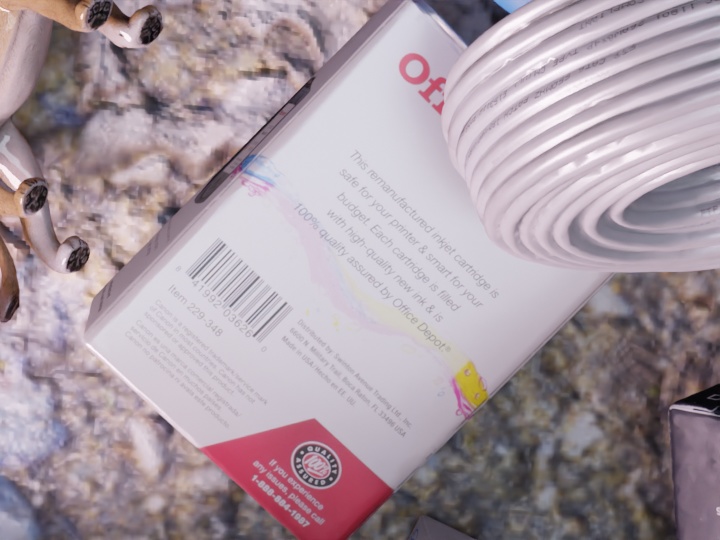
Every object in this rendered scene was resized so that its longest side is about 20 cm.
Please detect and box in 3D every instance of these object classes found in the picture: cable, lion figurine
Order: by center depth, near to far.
[{"bbox_3d":[0.130,-0.055,0.644,0.199,0.200,0.070,-11,73,-3],"label":"cable"},{"bbox_3d":[-0.154,-0.091,0.758,0.122,0.072,0.201,32,107,25],"label":"lion figurine"}]

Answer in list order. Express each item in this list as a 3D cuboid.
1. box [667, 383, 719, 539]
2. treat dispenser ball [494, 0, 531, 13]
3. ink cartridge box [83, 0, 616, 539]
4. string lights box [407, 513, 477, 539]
[{"bbox_3d":[0.246,0.149,0.756,0.117,0.196,0.201,-16,106,-44],"label":"box"},{"bbox_3d":[0.115,-0.183,0.688,0.200,0.201,0.202,-1,102,-3],"label":"treat dispenser ball"},{"bbox_3d":[0.000,0.000,0.778,0.200,0.086,0.148,-45,101,4],"label":"ink cartridge box"},{"bbox_3d":[0.028,0.229,0.839,0.102,0.059,0.201,26,99,-10],"label":"string lights box"}]
